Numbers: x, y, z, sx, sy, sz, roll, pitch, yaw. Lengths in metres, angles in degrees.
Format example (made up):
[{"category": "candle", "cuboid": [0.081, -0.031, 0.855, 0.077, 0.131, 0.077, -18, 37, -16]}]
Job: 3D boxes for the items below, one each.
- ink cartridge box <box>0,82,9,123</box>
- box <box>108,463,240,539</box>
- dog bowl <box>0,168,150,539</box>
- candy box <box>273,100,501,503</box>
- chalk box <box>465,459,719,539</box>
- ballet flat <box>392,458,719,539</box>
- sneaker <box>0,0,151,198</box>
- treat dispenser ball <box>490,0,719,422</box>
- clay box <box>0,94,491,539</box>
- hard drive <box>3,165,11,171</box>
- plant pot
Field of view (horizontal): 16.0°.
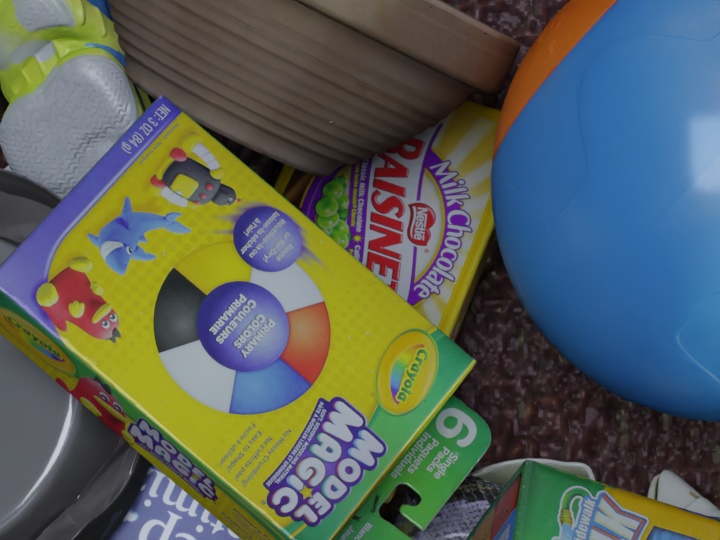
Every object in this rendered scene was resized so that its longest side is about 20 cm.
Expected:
[{"category": "ink cartridge box", "cuboid": [-0.272, -0.131, 1.209, 0.198, 0.075, 0.166, -10, 78, 5]}, {"category": "box", "cuboid": [-0.085, 0.119, 1.141, 0.120, 0.032, 0.201, 25, 87, 2]}, {"category": "dog bowl", "cuboid": [-0.177, 0.057, 1.120, 0.199, 0.059, 0.202, -5, 74, 20]}, {"category": "candy box", "cuboid": [0.000, 0.000, 1.138, 0.102, 0.026, 0.201, 19, 59, 7]}, {"category": "chalk box", "cuboid": [0.089, 0.168, 1.034, 0.199, 0.125, 0.124, 19, 55, -9]}, {"category": "ballet flat", "cuboid": [0.111, 0.116, 1.119, 0.199, 0.072, 0.073, 7, 79, 7]}, {"category": "sneaker", "cuboid": [-0.127, -0.108, 1.165, 0.075, 0.105, 0.201, -17, 105, 28]}, {"category": "treat dispenser ball", "cuboid": [0.154, -0.037, 1.074, 0.199, 0.201, 0.203, -1, 78, 6]}, {"category": "clay box", "cuboid": [-0.044, 0.036, 1.051, 0.200, 0.048, 0.115, 39, 65, 3]}, {"category": "hard drive", "cuboid": [-0.167, 0.040, 1.185, 0.200, 0.025, 0.132, -40, 77, -3]}, {"category": "plant pot", "cuboid": [-0.039, -0.104, 1.107, 0.200, 0.201, 0.093, 29, 97, 12]}]
